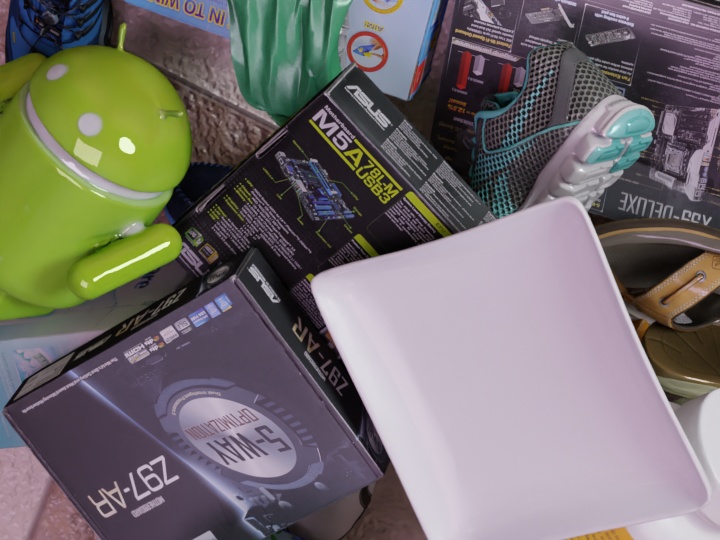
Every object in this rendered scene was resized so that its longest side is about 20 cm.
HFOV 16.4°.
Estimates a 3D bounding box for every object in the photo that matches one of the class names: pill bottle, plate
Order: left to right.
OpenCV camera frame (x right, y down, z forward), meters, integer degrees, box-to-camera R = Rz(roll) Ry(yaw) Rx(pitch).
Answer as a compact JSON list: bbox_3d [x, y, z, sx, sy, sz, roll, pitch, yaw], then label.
[{"bbox_3d":[0.090,0.064,1.464,0.199,0.032,0.201,-18,103,36],"label":"plate"},{"bbox_3d":[0.163,0.147,1.534,0.200,0.113,0.113,-32,103,39],"label":"pill bottle"}]

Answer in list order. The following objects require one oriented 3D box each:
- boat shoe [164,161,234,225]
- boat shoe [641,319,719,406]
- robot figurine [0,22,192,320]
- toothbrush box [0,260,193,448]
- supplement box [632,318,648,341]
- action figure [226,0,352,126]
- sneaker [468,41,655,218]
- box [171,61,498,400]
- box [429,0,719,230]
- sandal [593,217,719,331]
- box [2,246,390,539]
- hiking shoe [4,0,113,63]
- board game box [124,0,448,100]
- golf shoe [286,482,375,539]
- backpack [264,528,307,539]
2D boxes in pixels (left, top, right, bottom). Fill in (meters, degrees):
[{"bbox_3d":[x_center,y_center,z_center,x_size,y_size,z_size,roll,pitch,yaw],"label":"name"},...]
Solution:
[{"bbox_3d":[-0.027,-0.037,1.633,0.199,0.084,0.069,14,140,-4],"label":"boat shoe"},{"bbox_3d":[0.259,0.083,1.585,0.199,0.073,0.065,18,134,-13],"label":"boat shoe"},{"bbox_3d":[-0.183,-0.057,1.574,0.200,0.116,0.176,-49,64,28],"label":"robot figurine"},{"bbox_3d":[-0.194,0.047,1.689,0.199,0.147,0.086,-7,115,21],"label":"toothbrush box"},{"bbox_3d":[0.154,0.143,1.662,0.126,0.074,0.201,-11,110,23],"label":"supplement box"},{"bbox_3d":[-0.042,-0.166,1.515,0.118,0.055,0.201,5,114,14],"label":"action figure"},{"bbox_3d":[0.098,-0.064,1.529,0.091,0.077,0.200,56,133,16],"label":"sneaker"},{"bbox_3d":[0.000,0.000,1.538,0.200,0.048,0.193,47,131,-4],"label":"box"},{"bbox_3d":[0.151,-0.115,1.545,0.199,0.050,0.158,16,120,11],"label":"box"},{"bbox_3d":[0.211,0.012,1.537,0.199,0.055,0.082,10,156,3],"label":"sandal"},{"bbox_3d":[-0.102,0.098,1.576,0.200,0.044,0.160,-28,106,26],"label":"box"},{"bbox_3d":[-0.195,-0.183,1.605,0.074,0.087,0.201,24,121,6],"label":"hiking shoe"},{"bbox_3d":[-0.031,-0.230,1.544,0.199,0.056,0.196,20,121,8],"label":"board game box"},{"bbox_3d":[-0.024,0.121,1.700,0.077,0.095,0.201,19,123,7],"label":"golf shoe"},{"bbox_3d":[-0.075,0.288,1.759,0.182,0.147,0.201,20,128,8],"label":"backpack"}]
